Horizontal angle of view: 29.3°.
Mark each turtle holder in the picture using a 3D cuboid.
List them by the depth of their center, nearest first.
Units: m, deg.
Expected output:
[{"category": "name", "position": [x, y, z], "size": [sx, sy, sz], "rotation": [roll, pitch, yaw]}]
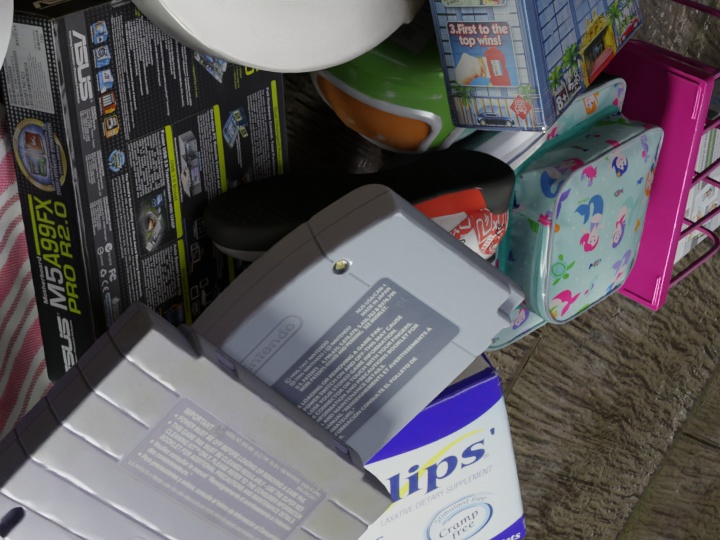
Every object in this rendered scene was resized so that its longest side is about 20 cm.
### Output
[{"category": "turtle holder", "position": [0.037, -0.155, 0.818], "size": [0.132, 0.140, 0.186], "rotation": [98, -4, -55]}]

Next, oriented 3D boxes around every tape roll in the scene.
[{"category": "tape roll", "position": [-0.035, -0.194, 0.653], "size": [0.202, 0.037, 0.204], "rotation": [-11, 109, -34]}]

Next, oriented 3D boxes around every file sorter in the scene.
[{"category": "file sorter", "position": [0.224, -0.103, 1.084], "size": [0.125, 0.139, 0.201], "rotation": [-31, 138, -39]}]

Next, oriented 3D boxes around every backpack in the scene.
[{"category": "backpack", "position": [0.118, -0.042, 0.991], "size": [0.177, 0.150, 0.200], "rotation": [-26, 140, -42]}]

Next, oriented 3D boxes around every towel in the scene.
[{"category": "towel", "position": [-0.176, 0.035, 0.682], "size": [0.147, 0.030, 0.200], "rotation": [-82, 171, -47]}]

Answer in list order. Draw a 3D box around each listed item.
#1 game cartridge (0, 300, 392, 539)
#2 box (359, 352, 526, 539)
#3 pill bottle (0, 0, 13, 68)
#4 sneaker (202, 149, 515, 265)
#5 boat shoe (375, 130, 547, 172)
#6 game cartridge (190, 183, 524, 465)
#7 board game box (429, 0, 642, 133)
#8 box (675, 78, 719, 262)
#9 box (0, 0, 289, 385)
[{"category": "game cartridge", "position": [-0.083, 0.109, 0.687], "size": [0.130, 0.038, 0.200], "rotation": [-48, 131, -1]}, {"category": "box", "position": [-0.002, 0.126, 0.900], "size": [0.183, 0.105, 0.200], "rotation": [-25, 138, -7]}, {"category": "pill bottle", "position": [-0.231, -0.102, 0.486], "size": [0.200, 0.120, 0.120], "rotation": [-7, 121, -52]}, {"category": "sneaker", "position": [0.001, 0.000, 0.770], "size": [0.201, 0.067, 0.108], "rotation": [-13, 124, -37]}, {"category": "boat shoe", "position": [0.047, -0.044, 0.882], "size": [0.200, 0.074, 0.067], "rotation": [-30, 118, 26]}, {"category": "game cartridge", "position": [-0.024, 0.049, 0.722], "size": [0.200, 0.042, 0.133], "rotation": [-44, 126, 14]}, {"category": "board game box", "position": [0.090, -0.207, 0.685], "size": [0.200, 0.062, 0.200], "rotation": [-48, 129, -32]}, {"category": "box", "position": [0.341, -0.108, 1.329], "size": [0.200, 0.041, 0.156], "rotation": [-34, 140, -32]}, {"category": "box", "position": [-0.103, -0.054, 0.716], "size": [0.160, 0.044, 0.201], "rotation": [-33, 128, -47]}]
